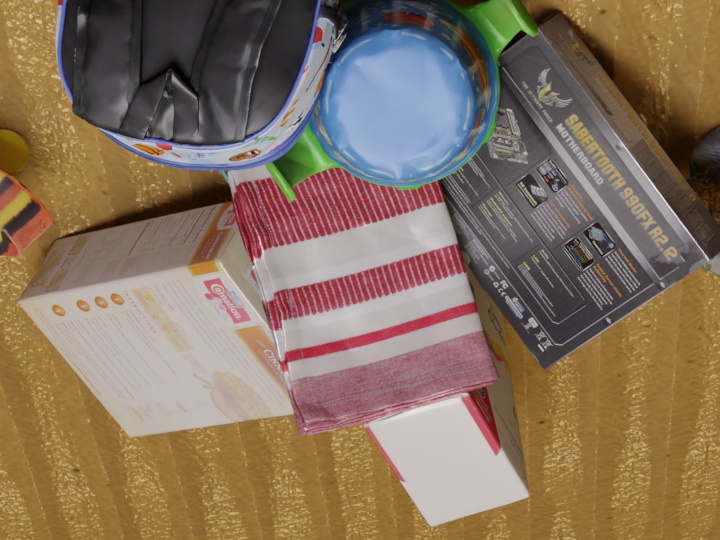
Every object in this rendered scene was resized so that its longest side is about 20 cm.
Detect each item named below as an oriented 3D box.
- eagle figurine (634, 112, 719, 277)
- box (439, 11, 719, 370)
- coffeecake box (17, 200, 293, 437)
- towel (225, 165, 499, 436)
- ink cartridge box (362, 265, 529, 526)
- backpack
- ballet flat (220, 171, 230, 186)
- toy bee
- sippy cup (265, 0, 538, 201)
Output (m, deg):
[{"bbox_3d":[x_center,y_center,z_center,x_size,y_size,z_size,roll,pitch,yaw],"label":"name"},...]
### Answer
[{"bbox_3d":[0.284,-0.039,1.565,0.199,0.151,0.152,-5,153,-11],"label":"eagle figurine"},{"bbox_3d":[0.133,-0.054,1.523,0.158,0.048,0.200,-37,90,32],"label":"box"},{"bbox_3d":[-0.125,0.038,1.611,0.200,0.073,0.154,-10,128,36],"label":"coffeecake box"},{"bbox_3d":[0.000,0.000,1.496,0.144,0.201,0.023,-16,174,-11],"label":"towel"},{"bbox_3d":[0.055,0.064,1.625,0.085,0.200,0.148,-17,138,15],"label":"ink cartridge box"},{"bbox_3d":[-0.098,-0.158,1.340,0.199,0.191,0.154,11,167,13],"label":"backpack"},{"bbox_3d":[-0.092,-0.110,1.512,0.071,0.071,0.200,-19,143,17],"label":"ballet flat"},{"bbox_3d":[-0.302,-0.045,1.541,0.200,0.131,0.109,-25,112,38],"label":"toy bee"},{"bbox_3d":[0.025,-0.114,1.423,0.139,0.130,0.178,20,100,-1],"label":"sippy cup"}]
